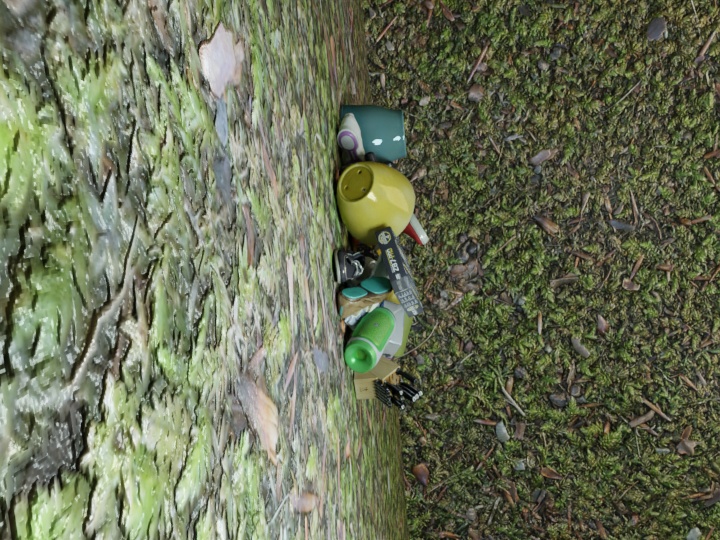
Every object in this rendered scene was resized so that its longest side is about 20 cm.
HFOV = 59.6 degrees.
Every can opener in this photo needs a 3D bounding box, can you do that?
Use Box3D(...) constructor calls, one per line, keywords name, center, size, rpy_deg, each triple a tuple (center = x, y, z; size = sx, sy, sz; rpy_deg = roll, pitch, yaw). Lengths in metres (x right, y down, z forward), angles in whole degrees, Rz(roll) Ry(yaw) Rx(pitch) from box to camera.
Box3D(name="can opener", center=(0.064, -0.290, 1.758), size=(0.199, 0.062, 0.081), rpy_deg=(-19, 104, -69))

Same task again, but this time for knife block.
Box3D(name="knife block", center=(0.070, 0.269, 1.614), size=(0.202, 0.170, 0.066), rpy_deg=(-86, 170, -60))

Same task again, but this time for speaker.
Box3D(name="speaker", center=(0.026, 0.163, 1.515), size=(0.200, 0.086, 0.091), rpy_deg=(-51, 137, -61))

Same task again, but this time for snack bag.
Box3D(name="snack bag", center=(0.026, 0.063, 1.596), size=(0.204, 0.021, 0.189), rpy_deg=(-64, 161, -10))

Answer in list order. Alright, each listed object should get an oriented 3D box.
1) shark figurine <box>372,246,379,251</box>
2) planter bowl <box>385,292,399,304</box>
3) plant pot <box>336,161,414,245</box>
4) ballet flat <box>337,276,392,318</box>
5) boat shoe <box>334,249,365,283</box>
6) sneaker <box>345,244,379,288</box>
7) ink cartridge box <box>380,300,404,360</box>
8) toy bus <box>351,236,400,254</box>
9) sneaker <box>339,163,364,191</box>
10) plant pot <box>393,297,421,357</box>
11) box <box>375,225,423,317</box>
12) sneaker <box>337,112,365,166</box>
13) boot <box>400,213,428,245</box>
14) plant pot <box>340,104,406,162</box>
Box3D(name="shark figurine", center=(0.067, -0.173, 1.717), size=(0.128, 0.087, 0.220), rpy_deg=(-43, 132, -48))
Box3D(name="planter bowl", center=(0.094, 0.073, 1.818), size=(0.200, 0.081, 0.206), rpy_deg=(21, 89, -86))
Box3D(name="plant pot", center=(0.017, -0.183, 1.527), size=(0.141, 0.195, 0.206), rpy_deg=(34, 48, -58))
Box3D(name="ballet flat", center=(0.008, 0.068, 1.453), size=(0.198, 0.067, 0.074), rpy_deg=(-21, 135, -57))
Box3D(name="boat shoe", center=(-0.023, -0.016, 1.451), size=(0.200, 0.061, 0.075), rpy_deg=(-54, 139, -82))
Box3D(name="sneaker", center=(0.000, 0.000, 1.646), size=(0.073, 0.071, 0.202), rpy_deg=(-56, -173, 35))
Box3D(name="ink cartridge box", center=(0.059, 0.185, 1.724), size=(0.201, 0.066, 0.118), rpy_deg=(117, -15, -56))
Box3D(name="toy bus", center=(0.024, -0.129, 1.841), size=(0.191, 0.132, 0.207), rpy_deg=(21, 61, -67))
Box3D(name="sneaker", center=(-0.014, -0.231, 1.740), size=(0.199, 0.084, 0.077), rpy_deg=(29, 61, -56))
Box3D(name="plant pot", center=(0.090, 0.171, 2.011), size=(0.200, 0.193, 0.196), rpy_deg=(23, 74, -84))
Box3D(name="box", center=(0.098, 0.007, 1.526), size=(0.200, 0.048, 0.165), rpy_deg=(53, 17, -66))
Box3D(name="sneaker", center=(-0.015, -0.343, 1.735), size=(0.202, 0.072, 0.102), rpy_deg=(78, 15, -57))
Box3D(name="boot", center=(0.072, -0.103, 1.590), size=(0.201, 0.143, 0.073), rpy_deg=(49, -2, 35))
Box3D(name="plant pot", center=(0.043, -0.394, 1.859), size=(0.200, 0.182, 0.207), rpy_deg=(-4, 90, -84))
